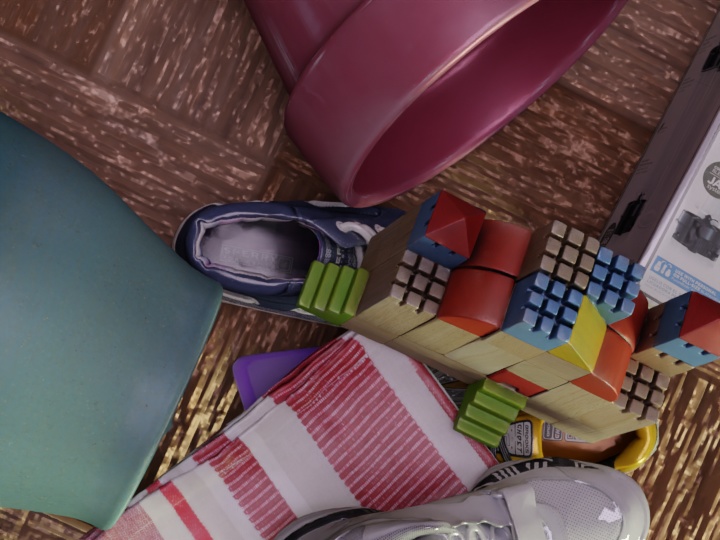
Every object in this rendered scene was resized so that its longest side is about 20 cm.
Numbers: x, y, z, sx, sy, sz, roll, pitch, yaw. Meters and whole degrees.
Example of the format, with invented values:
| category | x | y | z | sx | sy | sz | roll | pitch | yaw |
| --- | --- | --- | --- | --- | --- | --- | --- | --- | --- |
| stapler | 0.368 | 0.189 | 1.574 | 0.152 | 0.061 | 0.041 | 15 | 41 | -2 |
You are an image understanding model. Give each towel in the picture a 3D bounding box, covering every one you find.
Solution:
| category | x | y | z | sx | sy | sz | roll | pitch | yaw |
| --- | --- | --- | --- | --- | --- | --- | --- | --- | --- |
| towel | -0.025 | 0.135 | 1.002 | 0.199 | 0.023 | 0.144 | -38 | 95 | -3 |

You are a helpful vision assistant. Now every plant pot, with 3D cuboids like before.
| category | x | y | z | sx | sy | sz | roll | pitch | yaw |
| --- | --- | --- | --- | --- | --- | --- | --- | --- | --- |
| plant pot | 0.017 | -0.163 | 1.006 | 0.199 | 0.200 | 0.180 | -36 | 79 | -8 |
| plant pot | -0.175 | 0.027 | 0.955 | 0.187 | 0.200 | 0.201 | 26 | 85 | -6 |

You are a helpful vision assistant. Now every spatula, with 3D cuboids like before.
| category | x | y | z | sx | sy | sz | roll | pitch | yaw |
| --- | --- | --- | --- | --- | --- | --- | --- | --- | --- |
| spatula | 0.033 | 0.045 | 1.038 | 0.198 | 0.021 | 0.057 | -17 | 56 | -4 |

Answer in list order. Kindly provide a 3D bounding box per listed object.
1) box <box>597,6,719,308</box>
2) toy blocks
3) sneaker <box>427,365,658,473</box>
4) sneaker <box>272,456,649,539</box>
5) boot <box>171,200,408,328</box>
| category | x | y | z | sx | sy | sz | roll | pitch | yaw |
| --- | --- | --- | --- | --- | --- | --- | --- | --- | --- |
| box | 0.198 | -0.063 | 1.061 | 0.060 | 0.117 | 0.201 | 28 | 84 | -7 |
| toy blocks | 0.084 | 0.022 | 0.949 | 0.199 | 0.137 | 0.101 | 25 | 71 | -12 |
| sneaker | 0.066 | 0.082 | 1.055 | 0.198 | 0.082 | 0.079 | -4 | 91 | -8 |
| sneaker | 0.055 | 0.143 | 0.946 | 0.198 | 0.115 | 0.076 | -10 | 94 | -8 |
| boot | 0.000 | 0.000 | 1.041 | 0.198 | 0.090 | 0.074 | 3 | 89 | -9 |
